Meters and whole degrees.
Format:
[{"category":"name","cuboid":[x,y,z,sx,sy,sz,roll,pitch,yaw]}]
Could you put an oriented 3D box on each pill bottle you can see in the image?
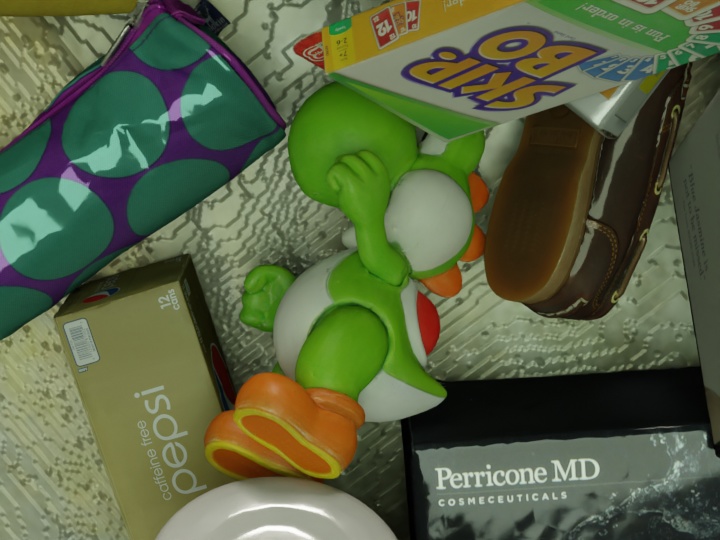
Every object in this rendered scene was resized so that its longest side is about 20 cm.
[{"category":"pill bottle","cuboid":[-0.039,0.194,0.755,0.112,0.112,0.200,4,131,-1]}]

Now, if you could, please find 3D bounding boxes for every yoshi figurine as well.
[{"category":"yoshi figurine","cuboid":[-0.014,-0.006,0.781,0.112,0.112,0.200,10,59,30]}]

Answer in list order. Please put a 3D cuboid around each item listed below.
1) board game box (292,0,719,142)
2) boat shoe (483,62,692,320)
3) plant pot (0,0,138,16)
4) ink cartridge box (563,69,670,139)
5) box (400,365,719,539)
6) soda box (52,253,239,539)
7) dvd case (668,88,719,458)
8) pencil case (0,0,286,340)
[{"category":"board game box","cuboid":[0.078,-0.097,0.682,0.200,0.096,0.030,-14,69,31]},{"category":"boat shoe","cuboid":[0.117,-0.074,0.812,0.070,0.070,0.200,15,97,-41]},{"category":"plant pot","cuboid":[-0.165,-0.202,0.724,0.176,0.200,0.200,13,101,-13]},{"category":"ink cartridge box","cuboid":[0.095,-0.196,0.760,0.198,0.047,0.200,41,98,17]},{"category":"box","cuboid":[0.123,0.155,0.830,0.197,0.117,0.200,-4,100,1]},{"category":"soda box","cuboid":[-0.084,0.099,0.840,0.064,0.068,0.200,-16,102,2]},{"category":"dvd case","cuboid":[0.165,-0.017,0.680,0.018,0.200,0.143,-3,71,-8]},{"category":"pencil case","cuboid":[-0.136,-0.044,0.803,0.200,0.085,0.092,-36,114,6]}]
